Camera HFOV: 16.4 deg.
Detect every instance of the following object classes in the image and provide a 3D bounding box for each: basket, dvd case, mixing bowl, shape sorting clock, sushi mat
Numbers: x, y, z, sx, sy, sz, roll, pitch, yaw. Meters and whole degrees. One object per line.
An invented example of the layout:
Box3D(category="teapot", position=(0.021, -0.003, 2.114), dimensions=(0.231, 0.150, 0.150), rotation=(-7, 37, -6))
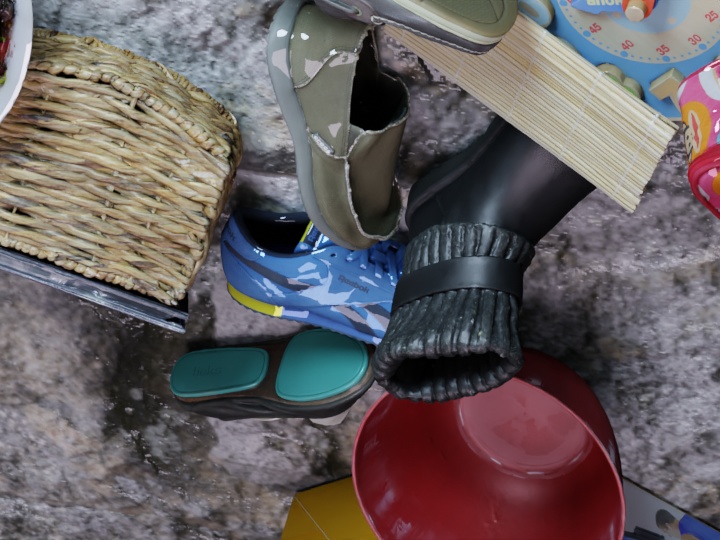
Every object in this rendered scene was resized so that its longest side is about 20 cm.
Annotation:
Box3D(category="basket", position=(-0.180, -0.089, 1.671), dimensions=(0.199, 0.149, 0.143), rotation=(19, 110, -2))
Box3D(category="dvd case", position=(-0.190, 0.005, 1.729), dimensions=(0.148, 0.016, 0.200), rotation=(20, -178, -5))
Box3D(category="mixing bowl", position=(0.103, 0.129, 1.775), dimensions=(0.199, 0.108, 0.201), rotation=(9, 121, 16))
Box3D(category="shape sorting clock", position=(0.164, -0.160, 1.449), dimensions=(0.199, 0.039, 0.200), rotation=(15, 139, 14))
Box3D(category="sushi mat", position=(0.098, -0.117, 1.497), dimensions=(0.200, 0.012, 0.096), rotation=(37, 152, 12))

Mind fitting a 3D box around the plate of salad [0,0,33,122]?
Box3D(category="plate of salad", position=(-0.294, -0.165, 1.562), dimensions=(0.199, 0.048, 0.201), rotation=(8, 108, 25))

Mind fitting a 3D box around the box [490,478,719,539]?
Box3D(category="box", position=(0.192, 0.218, 1.865), dimensions=(0.200, 0.119, 0.041), rotation=(30, 141, -18))

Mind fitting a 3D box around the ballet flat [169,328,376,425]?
Box3D(category="ballet flat", position=(-0.050, 0.082, 1.841), dimensions=(0.199, 0.068, 0.068), rotation=(-3, 150, 40))

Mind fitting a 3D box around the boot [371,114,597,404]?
Box3D(category="boot", position=(0.094, -0.015, 1.572), dimensions=(0.079, 0.158, 0.211), rotation=(30, 136, -20))

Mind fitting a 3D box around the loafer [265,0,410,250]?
Box3D(category="loafer", position=(-0.004, -0.087, 1.592), dimensions=(0.069, 0.075, 0.200), rotation=(5, 141, 23))

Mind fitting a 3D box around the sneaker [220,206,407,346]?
Box3D(category="sneaker", position=(0.000, 0.000, 1.711), dimensions=(0.199, 0.066, 0.079), rotation=(12, 139, 8))

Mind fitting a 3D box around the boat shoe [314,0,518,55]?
Box3D(category="boat shoe", position=(-0.003, -0.180, 1.461), dimensions=(0.200, 0.072, 0.066), rotation=(30, 138, 5))

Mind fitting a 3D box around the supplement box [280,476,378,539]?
Box3D(category="supplement box", position=(0.065, 0.262, 1.960), dimensions=(0.197, 0.133, 0.200), rotation=(-20, 129, 39))

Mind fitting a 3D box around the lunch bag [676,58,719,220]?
Box3D(category="lunch bag", position=(0.299, -0.078, 1.454), dimensions=(0.199, 0.082, 0.176), rotation=(-18, 151, 25))
